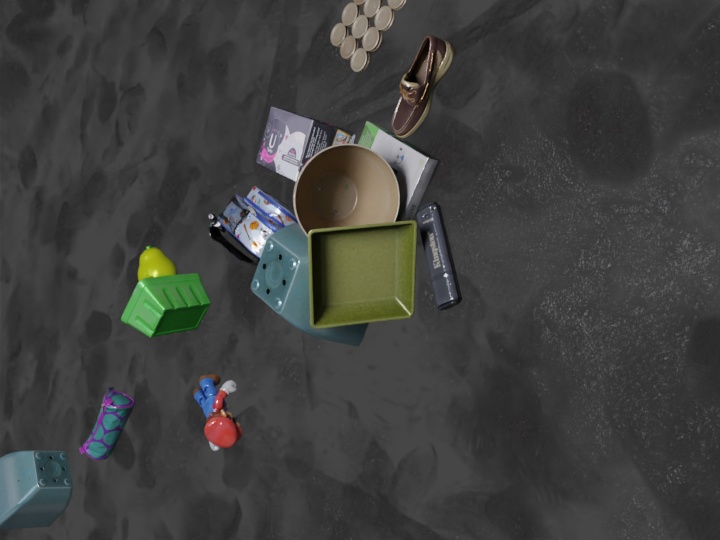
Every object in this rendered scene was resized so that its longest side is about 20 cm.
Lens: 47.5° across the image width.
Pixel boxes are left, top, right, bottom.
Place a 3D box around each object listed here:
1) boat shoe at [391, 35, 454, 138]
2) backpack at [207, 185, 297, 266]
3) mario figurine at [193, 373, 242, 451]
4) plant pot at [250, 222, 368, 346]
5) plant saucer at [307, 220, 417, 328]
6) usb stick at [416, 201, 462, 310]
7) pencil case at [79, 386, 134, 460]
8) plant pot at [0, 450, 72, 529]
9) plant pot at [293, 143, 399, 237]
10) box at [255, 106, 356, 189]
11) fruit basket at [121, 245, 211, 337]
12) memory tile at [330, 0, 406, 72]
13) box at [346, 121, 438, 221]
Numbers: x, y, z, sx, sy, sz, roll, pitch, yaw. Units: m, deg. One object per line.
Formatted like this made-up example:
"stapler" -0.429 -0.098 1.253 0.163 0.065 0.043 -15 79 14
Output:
"boat shoe" 0.101 -0.348 1.547 0.072 0.072 0.201 48 118 38
"backpack" -0.192 -0.073 1.745 0.154 0.200 0.191 -50 51 11
"mario figurine" -0.322 0.337 1.908 0.200 0.105 0.124 -125 21 -48
"plant pot" -0.095 0.018 1.609 0.195 0.199 0.198 35 109 42
"plant saucer" 0.000 0.000 1.496 0.048 0.198 0.201 -117 24 -61
"usb stick" 0.142 -0.027 1.488 0.055 0.032 0.201 -28 64 41
"pencil case" -0.698 0.426 2.256 0.085 0.092 0.201 45 117 39
"plant pot" -0.969 0.634 2.437 0.200 0.195 0.197 -36 60 25
"plant pot" -0.038 -0.139 1.553 0.134 0.199 0.202 -148 70 -74
"box" -0.119 -0.254 1.711 0.200 0.114 0.133 32 107 55
"fruit basket" -0.494 0.050 2.016 0.216 0.215 0.156 51 120 37
"memory tile" 0.016 -0.528 1.703 0.200 0.017 0.154 -55 50 26
"box" 0.053 -0.190 1.603 0.200 0.036 0.145 39 112 41
